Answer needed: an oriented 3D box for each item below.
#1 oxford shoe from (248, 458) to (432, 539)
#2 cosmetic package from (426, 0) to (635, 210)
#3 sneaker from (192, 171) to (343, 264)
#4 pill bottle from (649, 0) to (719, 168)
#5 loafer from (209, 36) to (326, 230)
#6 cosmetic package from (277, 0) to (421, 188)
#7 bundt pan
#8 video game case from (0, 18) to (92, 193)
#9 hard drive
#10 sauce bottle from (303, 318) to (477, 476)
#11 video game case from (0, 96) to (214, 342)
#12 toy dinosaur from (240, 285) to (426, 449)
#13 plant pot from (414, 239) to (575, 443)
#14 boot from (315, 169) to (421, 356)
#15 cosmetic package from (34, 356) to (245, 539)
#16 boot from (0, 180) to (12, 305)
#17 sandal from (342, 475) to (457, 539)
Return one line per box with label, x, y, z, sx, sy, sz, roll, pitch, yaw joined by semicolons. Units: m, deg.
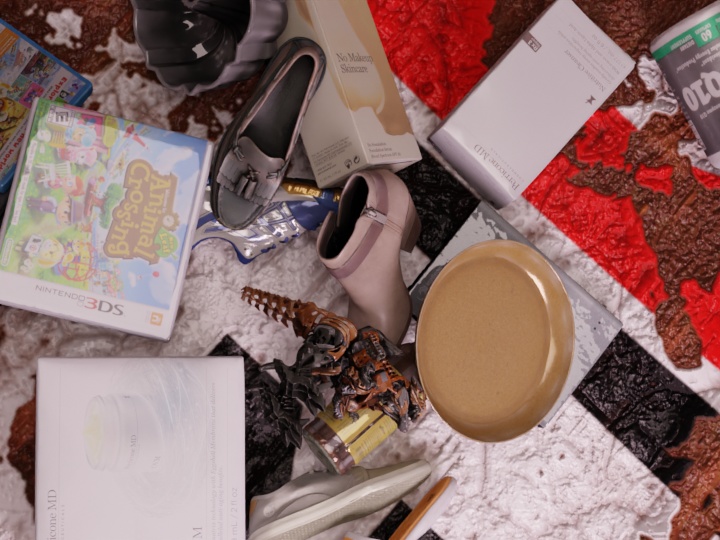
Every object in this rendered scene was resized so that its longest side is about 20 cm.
oxford shoe;-0.023;0.220;1.573;0.198;0.075;0.058;-19;62;-12
cosmetic package;0.176;-0.174;1.644;0.113;0.081;0.200;41;78;-4
sneaker;-0.095;-0.050;1.599;0.197;0.075;0.089;4;97;-5
pill bottle;0.398;-0.179;1.664;0.112;0.113;0.201;-28;88;-11
loafer;-0.092;-0.131;1.516;0.071;0.063;0.202;23;97;-9
cosmetic package;-0.021;-0.190;1.591;0.105;0.071;0.202;-12;81;-55
bundt pan;-0.140;-0.274;1.561;0.075;0.201;0.205;-3;82;-43
video game case;-0.385;-0.185;1.555;0.199;0.018;0.144;35;68;8
hard drive;0.155;0.045;1.639;0.200;0.033;0.140;40;79;-2
sauce bottle;0.033;0.119;1.565;0.199;0.065;0.065;-38;90;-16
video game case;-0.248;-0.049;1.513;0.180;0.022;0.202;14;79;-8
toy dinosaur;-0.034;0.091;1.505;0.199;0.103;0.136;26;51;24
plant pot;0.130;0.070;1.568;0.198;0.027;0.203;-2;93;-32
boot;0.000;0.000;1.553;0.070;0.146;0.202;12;84;28
cosmetic package;-0.212;0.186;1.517;0.197;0.123;0.202;0;83;-8
boot;-0.293;-0.010;1.548;0.167;0.076;0.202;23;74;-2
sandal;0.014;0.272;1.570;0.059;0.079;0.207;41;70;-1
